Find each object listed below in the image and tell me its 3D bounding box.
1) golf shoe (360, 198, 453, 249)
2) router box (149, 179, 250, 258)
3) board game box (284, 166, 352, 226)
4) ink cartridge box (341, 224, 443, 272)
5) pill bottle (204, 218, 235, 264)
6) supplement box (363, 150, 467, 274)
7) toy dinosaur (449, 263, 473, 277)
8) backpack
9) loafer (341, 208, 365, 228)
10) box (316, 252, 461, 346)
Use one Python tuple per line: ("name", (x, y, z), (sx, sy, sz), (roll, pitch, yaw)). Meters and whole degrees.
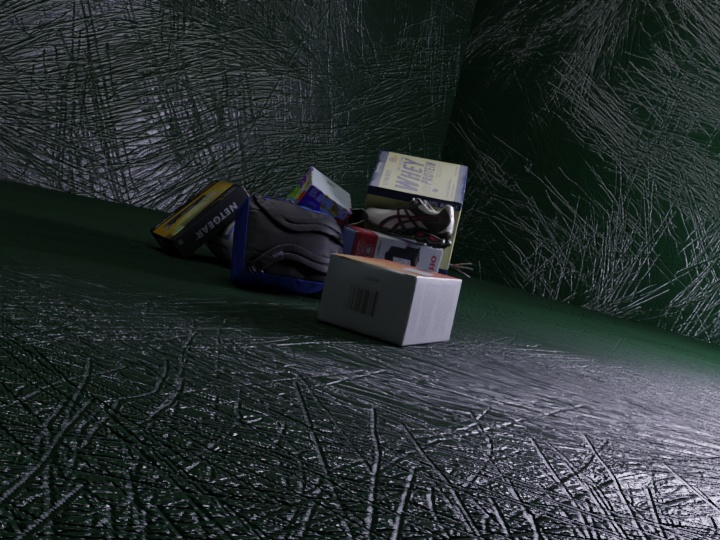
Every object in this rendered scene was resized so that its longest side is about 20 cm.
("golf shoe", (0.097, -0.106, 1.510), (0.198, 0.089, 0.077), (17, 10, 25))
("router box", (-0.357, -0.119, 1.696), (0.157, 0.200, 0.052), (17, -36, 54))
("board game box", (-0.119, -0.091, 1.556), (0.104, 0.200, 0.103), (33, 21, -20))
("ink cartridge box", (0.051, 0.002, 1.522), (0.198, 0.147, 0.083), (11, 7, -24))
("pill bottle", (-0.281, -0.071, 1.722), (0.113, 0.115, 0.199), (10, 5, -33))
("supplement box", (0.113, -0.123, 1.629), (0.198, 0.201, 0.135), (11, 42, 5))
("toy dinosaur", (0.151, 0.021, 1.713), (0.198, 0.106, 0.183), (-1, 45, 1))
("backpack", (-0.139, -0.042, 1.427), (0.198, 0.164, 0.168), (9, -15, -23))
("loafer", (-0.064, -0.121, 1.679), (0.198, 0.076, 0.070), (-1, -34, -38))
("box", (0.051, 0.045, 1.200), (0.151, 0.108, 0.200), (14, 4, 26))
